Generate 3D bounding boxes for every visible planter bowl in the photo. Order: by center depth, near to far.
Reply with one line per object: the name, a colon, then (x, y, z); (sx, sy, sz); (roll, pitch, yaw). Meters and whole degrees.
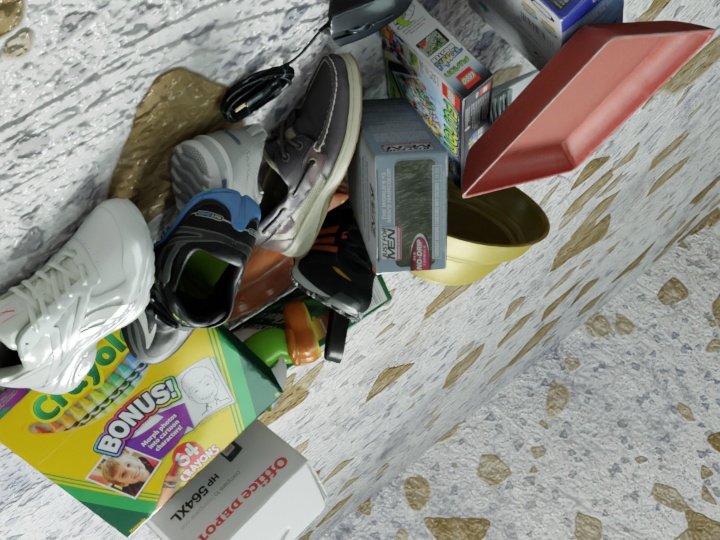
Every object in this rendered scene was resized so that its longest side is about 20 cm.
planter bowl: (0.087, -0.041, 1.130); (0.200, 0.200, 0.084); (-21, 136, -51)

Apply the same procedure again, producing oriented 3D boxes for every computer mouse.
computer mouse: (-0.027, -0.179, 0.868); (0.200, 0.034, 0.059); (-41, 164, -4)

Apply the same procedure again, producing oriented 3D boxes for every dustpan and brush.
dustpan and brush: (0.122, -0.157, 1.204); (0.139, 0.057, 0.200); (-31, -170, -30)

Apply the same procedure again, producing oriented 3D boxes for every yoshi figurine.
yoshi figurine: (-0.146, 0.081, 1.087); (0.199, 0.112, 0.113); (-22, 120, -7)

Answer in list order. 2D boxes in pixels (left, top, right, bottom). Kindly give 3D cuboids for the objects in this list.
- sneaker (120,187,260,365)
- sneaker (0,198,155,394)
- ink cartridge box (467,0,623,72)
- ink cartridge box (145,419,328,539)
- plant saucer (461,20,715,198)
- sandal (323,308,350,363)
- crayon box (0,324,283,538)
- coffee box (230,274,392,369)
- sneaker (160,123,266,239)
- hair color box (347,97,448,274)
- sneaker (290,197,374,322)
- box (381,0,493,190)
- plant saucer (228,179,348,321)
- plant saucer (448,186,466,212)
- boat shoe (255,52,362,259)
sneaker: (-0.142, 0.017, 0.864); (0.071, 0.083, 0.200); (22, 135, -22)
sneaker: (-0.233, 0.027, 0.843); (0.099, 0.078, 0.200); (-3, 134, -54)
ink cartridge box: (0.150, -0.248, 0.921); (0.076, 0.136, 0.200); (-44, 163, 2)
ink cartridge box: (-0.154, 0.207, 1.097); (0.146, 0.200, 0.084); (-44, 142, -21)
plant saucer: (0.194, -0.151, 0.967); (0.200, 0.037, 0.200); (-17, 157, -48)
sandal: (0.000, 0.001, 1.171); (0.075, 0.048, 0.201); (-164, -96, -84)
crayon box: (-0.201, 0.116, 0.986); (0.200, 0.058, 0.173); (-43, 119, 1)
coffee box: (-0.074, 0.062, 1.236); (0.200, 0.044, 0.123); (-33, -163, -28)
sneaker: (-0.114, -0.043, 0.931); (0.082, 0.075, 0.200); (-30, 159, -30)
hair color box: (0.028, -0.079, 0.942); (0.060, 0.200, 0.099); (-4, 111, -6)
sneaker: (-0.015, -0.021, 1.027); (0.090, 0.070, 0.200); (-57, -166, 9)
box: (0.071, -0.158, 1.008); (0.035, 0.110, 0.200); (-40, 163, -8)
plant saucer: (-0.091, -0.026, 1.104); (0.200, 0.032, 0.200); (-38, 163, -14)
plant saucer: (0.103, -0.093, 1.301); (0.200, 0.050, 0.200); (-36, 178, -1)
boat shoe: (-0.053, -0.096, 0.946); (0.065, 0.072, 0.200); (4, 129, -25)
